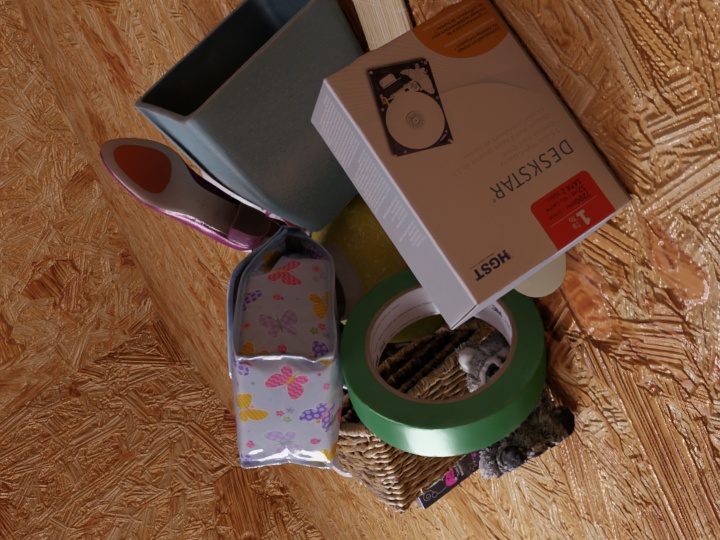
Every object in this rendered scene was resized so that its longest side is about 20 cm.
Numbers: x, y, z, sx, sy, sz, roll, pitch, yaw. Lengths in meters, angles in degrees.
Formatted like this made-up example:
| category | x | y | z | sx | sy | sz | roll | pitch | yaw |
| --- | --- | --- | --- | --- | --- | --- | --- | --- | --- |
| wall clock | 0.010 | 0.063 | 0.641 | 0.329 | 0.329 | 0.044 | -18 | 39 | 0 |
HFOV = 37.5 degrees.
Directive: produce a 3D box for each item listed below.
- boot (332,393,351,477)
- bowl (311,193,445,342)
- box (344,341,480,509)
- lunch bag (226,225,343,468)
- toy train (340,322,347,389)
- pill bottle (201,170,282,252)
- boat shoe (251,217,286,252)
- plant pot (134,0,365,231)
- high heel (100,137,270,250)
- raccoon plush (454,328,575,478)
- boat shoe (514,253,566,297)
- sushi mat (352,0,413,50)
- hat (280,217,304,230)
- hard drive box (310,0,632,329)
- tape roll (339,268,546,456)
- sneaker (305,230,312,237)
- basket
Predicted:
| category | x | y | z | sx | sy | sz | roll | pitch | yaw |
| --- | --- | --- | --- | --- | --- | --- | --- | --- | --- |
| boot | -0.034 | 0.202 | 1.421 | 0.201 | 0.072 | 0.091 | 61 | 177 | 37 |
| bowl | 0.000 | 0.000 | 1.188 | 0.199 | 0.107 | 0.203 | 35 | 137 | 40 |
| box | 0.061 | 0.188 | 1.412 | 0.132 | 0.114 | 0.202 | 28 | 145 | 60 |
| lunch bag | -0.079 | 0.079 | 1.109 | 0.202 | 0.125 | 0.171 | -89 | 1 | -49 |
| toy train | -0.050 | 0.090 | 1.316 | 0.114 | 0.201 | 0.085 | 39 | 124 | -11 |
| pill bottle | -0.165 | -0.131 | 1.508 | 0.113 | 0.113 | 0.201 | 46 | 160 | 35 |
| boat shoe | -0.098 | -0.018 | 1.299 | 0.075 | 0.074 | 0.203 | 54 | 180 | -38 |
| plant pot | -0.081 | -0.157 | 1.115 | 0.201 | 0.196 | 0.195 | 50 | 168 | -27 |
| high heel | -0.193 | -0.077 | 1.150 | 0.198 | 0.068 | 0.096 | 31 | 166 | -11 |
| raccoon plush | 0.134 | 0.145 | 1.121 | 0.135 | 0.096 | 0.200 | 60 | 146 | 11 |
| boat shoe | 0.111 | -0.069 | 0.918 | 0.202 | 0.073 | 0.063 | 53 | -170 | -4 |
| sushi mat | 0.002 | -0.278 | 0.947 | 0.095 | 0.012 | 0.202 | 33 | 150 | 57 |
| hat | -0.080 | -0.155 | 1.238 | 0.175 | 0.166 | 0.202 | 29 | 141 | 20 |
| hard drive box | 0.081 | -0.085 | 0.809 | 0.201 | 0.155 | 0.077 | 55 | 162 | 7 |
| tape roll | 0.080 | 0.080 | 1.023 | 0.200 | 0.199 | 0.049 | 43 | 159 | 40 |
| sneaker | -0.070 | -0.057 | 1.403 | 0.070 | 0.089 | 0.201 | 51 | 162 | 22 |
| basket | 0.054 | 0.135 | 1.187 | 0.142 | 0.199 | 0.150 | 32 | 152 | 44 |
